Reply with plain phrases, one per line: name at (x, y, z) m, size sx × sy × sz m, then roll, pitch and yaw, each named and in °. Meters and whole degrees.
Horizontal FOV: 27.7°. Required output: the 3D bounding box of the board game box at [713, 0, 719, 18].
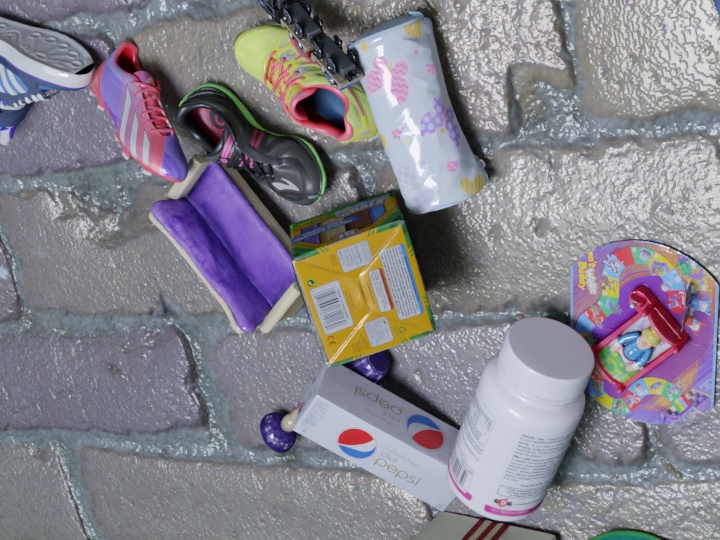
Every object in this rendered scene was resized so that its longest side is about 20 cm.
board game box at (0.404, -0.252, 1.239) m, size 0.198 × 0.062 × 0.202 m, roll -18°, pitch 99°, yaw 36°

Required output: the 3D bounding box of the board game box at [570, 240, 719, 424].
board game box at (0.278, 0.071, 1.473) m, size 0.156 × 0.039 × 0.203 m, roll 10°, pitch 115°, yaw 28°

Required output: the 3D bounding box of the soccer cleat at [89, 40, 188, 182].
soccer cleat at (-0.243, -0.177, 1.640) m, size 0.077 × 0.066 × 0.201 m, roll -55°, pitch 50°, yaw 22°

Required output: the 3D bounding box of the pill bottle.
pill bottle at (0.169, 0.155, 1.525) m, size 0.113 × 0.113 × 0.202 m, roll 31°, pitch 129°, yaw 17°

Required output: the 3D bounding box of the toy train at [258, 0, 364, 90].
toy train at (-0.056, -0.244, 1.500) m, size 0.200 × 0.034 × 0.046 m, roll 51°, pitch 158°, yaw 38°

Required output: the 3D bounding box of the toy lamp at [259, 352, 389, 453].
toy lamp at (-0.041, 0.148, 1.698) m, size 0.199 × 0.058 × 0.058 m, roll -38°, pitch 89°, yaw 36°

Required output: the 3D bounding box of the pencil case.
pencil case at (0.059, -0.158, 1.483) m, size 0.090 × 0.083 × 0.202 m, roll -19°, pitch 101°, yaw 15°

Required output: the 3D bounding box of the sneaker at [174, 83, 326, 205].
sneaker at (-0.125, -0.129, 1.609) m, size 0.199 × 0.084 × 0.077 m, roll 33°, pitch 125°, yaw 16°

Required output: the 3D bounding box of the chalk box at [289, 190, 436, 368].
chalk box at (0.000, 0.000, 1.544) m, size 0.122 × 0.200 × 0.126 m, roll -18°, pitch 106°, yaw 3°

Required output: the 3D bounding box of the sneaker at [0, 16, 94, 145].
sneaker at (-0.401, -0.212, 1.752) m, size 0.198 × 0.081 × 0.148 m, roll 22°, pitch 127°, yaw 21°

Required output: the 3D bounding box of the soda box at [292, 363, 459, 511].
soda box at (0.029, 0.183, 1.622) m, size 0.198 × 0.068 × 0.064 m, roll 30°, pitch 126°, yaw -9°

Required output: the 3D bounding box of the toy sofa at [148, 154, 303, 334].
toy sofa at (-0.139, -0.032, 1.640) m, size 0.201 × 0.097 × 0.083 m, roll 52°, pitch 128°, yaw 12°

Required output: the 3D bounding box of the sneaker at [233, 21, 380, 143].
sneaker at (-0.060, -0.197, 1.535) m, size 0.199 × 0.090 × 0.079 m, roll 30°, pitch 126°, yaw 19°

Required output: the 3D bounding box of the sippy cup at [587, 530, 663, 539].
sippy cup at (0.285, 0.372, 1.556) m, size 0.176 × 0.139 × 0.132 m, roll 24°, pitch 134°, yaw 36°

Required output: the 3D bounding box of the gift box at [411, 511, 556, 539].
gift box at (0.108, 0.379, 1.621) m, size 0.183 × 0.186 × 0.203 m, roll 0°, pitch 112°, yaw 36°
